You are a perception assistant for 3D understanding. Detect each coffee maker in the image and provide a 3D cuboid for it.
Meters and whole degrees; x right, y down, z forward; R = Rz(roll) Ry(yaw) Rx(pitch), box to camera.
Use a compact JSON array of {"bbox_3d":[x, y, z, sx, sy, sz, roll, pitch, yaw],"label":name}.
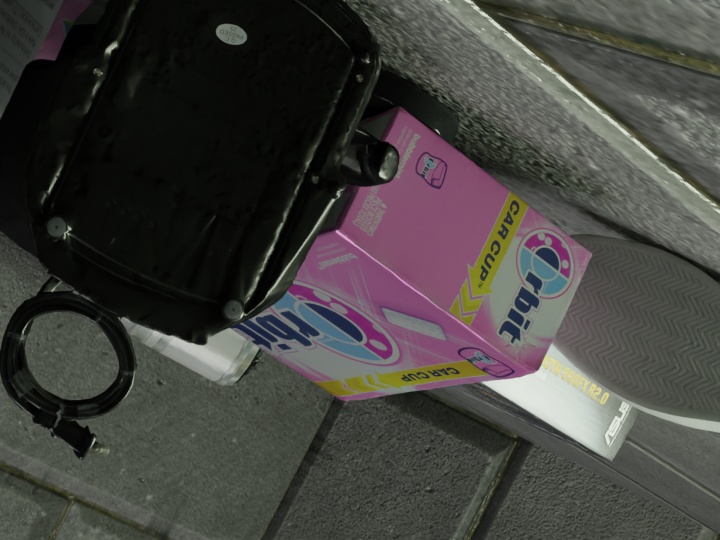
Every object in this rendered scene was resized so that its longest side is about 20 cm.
[{"bbox_3d":[-0.097,-0.038,0.853,0.135,0.192,0.200,49,169,-10],"label":"coffee maker"}]

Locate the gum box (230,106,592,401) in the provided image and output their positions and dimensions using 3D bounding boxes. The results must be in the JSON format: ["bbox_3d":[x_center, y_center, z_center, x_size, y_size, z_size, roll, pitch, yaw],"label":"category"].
[{"bbox_3d":[0.000,0.000,0.965,0.113,0.066,0.200,35,158,-20],"label":"gum box"}]

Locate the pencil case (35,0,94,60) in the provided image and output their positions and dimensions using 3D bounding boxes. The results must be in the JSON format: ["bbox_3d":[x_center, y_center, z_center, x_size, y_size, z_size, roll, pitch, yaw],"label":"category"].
[{"bbox_3d":[-0.237,-0.155,1.087,0.199,0.088,0.087,28,176,-7],"label":"pencil case"}]

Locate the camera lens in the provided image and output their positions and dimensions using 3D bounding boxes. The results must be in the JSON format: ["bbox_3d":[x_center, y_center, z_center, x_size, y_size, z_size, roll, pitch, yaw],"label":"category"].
[{"bbox_3d":[-0.222,0.054,2.880,0.199,0.161,0.160,29,176,-12],"label":"camera lens"}]

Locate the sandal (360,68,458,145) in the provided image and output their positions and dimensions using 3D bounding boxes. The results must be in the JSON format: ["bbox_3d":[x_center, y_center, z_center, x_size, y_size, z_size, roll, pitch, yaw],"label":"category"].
[{"bbox_3d":[0.002,-0.057,0.976,0.075,0.045,0.200,27,176,-3],"label":"sandal"}]

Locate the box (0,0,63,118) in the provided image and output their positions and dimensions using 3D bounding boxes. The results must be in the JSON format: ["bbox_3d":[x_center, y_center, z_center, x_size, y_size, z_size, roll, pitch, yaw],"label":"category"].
[{"bbox_3d":[-0.257,-0.115,0.919,0.170,0.201,0.199,25,176,8],"label":"box"}]

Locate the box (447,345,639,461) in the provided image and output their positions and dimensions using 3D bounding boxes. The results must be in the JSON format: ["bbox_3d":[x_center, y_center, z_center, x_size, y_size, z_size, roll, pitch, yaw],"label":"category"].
[{"bbox_3d":[0.049,0.036,1.230,0.158,0.049,0.199,32,173,-37],"label":"box"}]

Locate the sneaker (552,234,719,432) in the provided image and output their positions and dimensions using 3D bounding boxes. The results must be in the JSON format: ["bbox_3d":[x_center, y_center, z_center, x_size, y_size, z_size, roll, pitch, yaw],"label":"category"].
[{"bbox_3d":[0.173,0.052,0.994,0.199,0.074,0.116,26,172,12],"label":"sneaker"}]
